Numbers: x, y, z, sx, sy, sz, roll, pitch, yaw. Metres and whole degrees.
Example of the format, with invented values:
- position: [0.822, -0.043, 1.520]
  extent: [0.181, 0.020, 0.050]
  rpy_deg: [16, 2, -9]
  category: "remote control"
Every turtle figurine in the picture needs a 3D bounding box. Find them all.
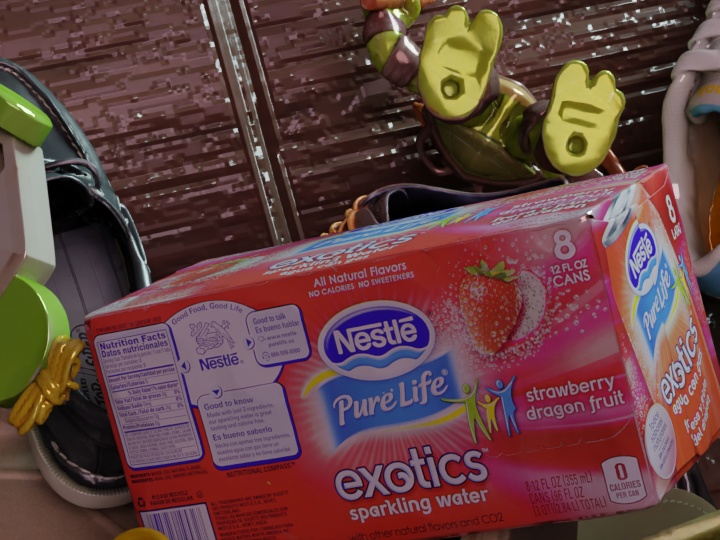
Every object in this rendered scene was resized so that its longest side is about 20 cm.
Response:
- position: [0.048, -0.067, 0.898]
  extent: [0.200, 0.161, 0.064]
  rpy_deg: [39, 88, 1]
  category: "turtle figurine"

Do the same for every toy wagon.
- position: [-0.175, -0.004, 0.821]
  extent: [0.200, 0.040, 0.156]
  rpy_deg: [35, 94, 23]
  category: "toy wagon"

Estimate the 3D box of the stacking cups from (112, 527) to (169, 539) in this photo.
- position: [-0.009, 0.150, 0.780]
  extent: [0.200, 0.060, 0.061]
  rpy_deg: [28, 69, -36]
  category: "stacking cups"

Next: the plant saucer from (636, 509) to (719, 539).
- position: [0.190, 0.166, 0.752]
  extent: [0.199, 0.048, 0.201]
  rpy_deg: [-20, 78, 0]
  category: "plant saucer"

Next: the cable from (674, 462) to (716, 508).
- position: [0.114, 0.066, 0.937]
  extent: [0.097, 0.050, 0.201]
  rpy_deg: [-39, 109, -58]
  category: "cable"

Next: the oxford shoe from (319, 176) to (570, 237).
- position: [0.000, 0.000, 0.861]
  extent: [0.199, 0.073, 0.071]
  rpy_deg: [-9, 33, 17]
  category: "oxford shoe"

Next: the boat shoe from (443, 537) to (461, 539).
- position: [0.002, 0.116, 0.891]
  extent: [0.200, 0.072, 0.063]
  rpy_deg: [-40, 132, -25]
  category: "boat shoe"

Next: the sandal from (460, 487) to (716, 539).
- position: [0.080, 0.122, 0.836]
  extent: [0.211, 0.069, 0.078]
  rpy_deg: [18, 65, -54]
  category: "sandal"

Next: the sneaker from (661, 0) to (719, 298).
- position: [0.168, -0.086, 0.876]
  extent: [0.081, 0.076, 0.201]
  rpy_deg: [9, 89, -52]
  category: "sneaker"

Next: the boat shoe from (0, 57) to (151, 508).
- position: [-0.120, -0.010, 0.855]
  extent: [0.074, 0.066, 0.200]
  rpy_deg: [-8, 64, -18]
  category: "boat shoe"

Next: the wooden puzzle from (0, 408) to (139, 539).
- position: [-0.132, 0.131, 0.815]
  extent: [0.184, 0.037, 0.201]
  rpy_deg: [3, 43, -13]
  category: "wooden puzzle"

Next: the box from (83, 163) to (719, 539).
- position: [0.017, 0.035, 0.770]
  extent: [0.095, 0.199, 0.100]
  rpy_deg: [-30, 106, -62]
  category: "box"
